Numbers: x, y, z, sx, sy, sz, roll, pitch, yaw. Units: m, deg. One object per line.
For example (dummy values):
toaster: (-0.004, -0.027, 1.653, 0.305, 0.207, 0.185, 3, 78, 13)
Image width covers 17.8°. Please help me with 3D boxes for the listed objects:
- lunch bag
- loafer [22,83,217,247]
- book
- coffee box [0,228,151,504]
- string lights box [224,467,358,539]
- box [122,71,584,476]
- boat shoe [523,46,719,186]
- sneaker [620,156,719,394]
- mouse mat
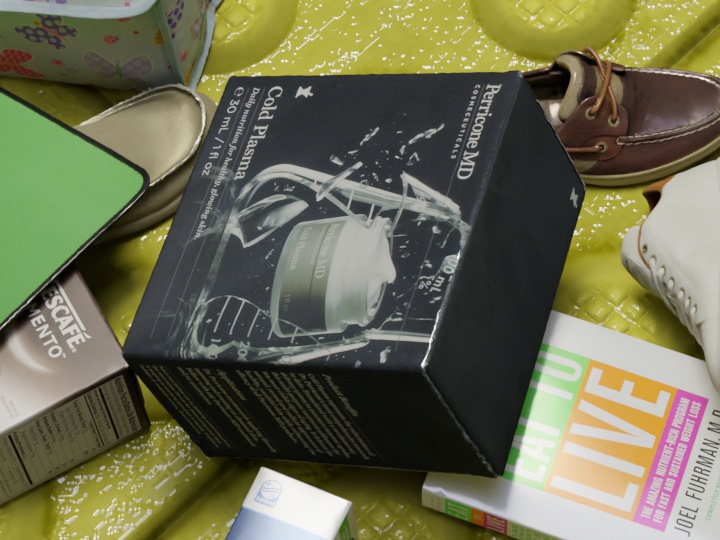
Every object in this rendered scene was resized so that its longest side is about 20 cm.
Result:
lunch bag: (-0.187, -0.204, 1.445, 0.169, 0.200, 0.128, 9, 60, 9)
loafer: (-0.172, -0.057, 1.433, 0.200, 0.068, 0.076, -34, 63, -14)
book: (0.150, 0.108, 1.325, 0.199, 0.048, 0.134, 17, 64, 11)
coffee box: (-0.239, 0.078, 1.353, 0.199, 0.080, 0.113, -28, 60, -11)
string lights box: (-0.067, 0.220, 1.241, 0.059, 0.103, 0.201, 19, 64, 15)
box: (0.000, 0.000, 1.313, 0.196, 0.124, 0.201, 2, 58, 28)
boat shoe: (0.136, -0.100, 1.427, 0.199, 0.072, 0.072, -4, 59, 3)
sneaker: (0.198, 0.013, 1.347, 0.084, 0.073, 0.200, -14, 34, 16)
mouse mat: (-0.242, -0.022, 1.370, 0.161, 0.008, 0.200, 30, 63, 31)
